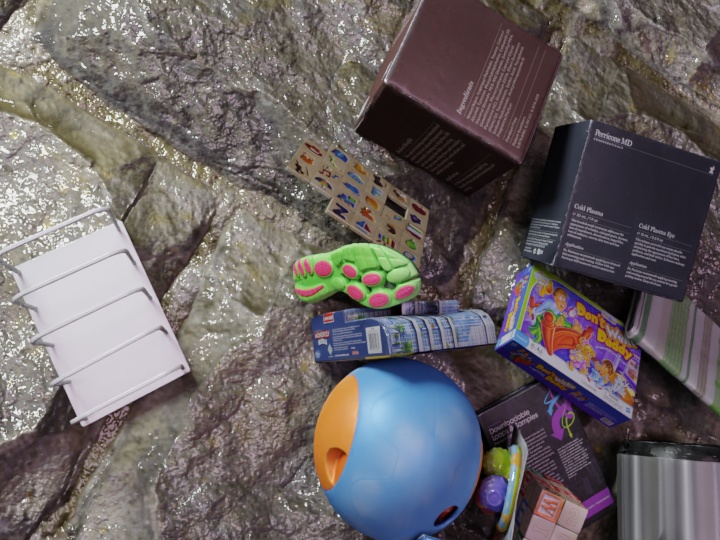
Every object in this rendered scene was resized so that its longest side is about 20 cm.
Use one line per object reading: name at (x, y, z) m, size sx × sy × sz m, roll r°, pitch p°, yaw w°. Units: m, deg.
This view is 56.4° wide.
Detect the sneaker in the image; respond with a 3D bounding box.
sneaker at (0.000, 0.000, 0.809) m, size 0.083 × 0.197 × 0.079 m, roll -18°, pitch 104°, yaw -42°

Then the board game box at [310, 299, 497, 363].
board game box at (0.067, 0.071, 0.831) m, size 0.196 × 0.199 × 0.063 m, roll -4°, pitch 83°, yaw -29°

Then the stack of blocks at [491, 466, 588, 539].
stack of blocks at (0.197, 0.356, 0.817) m, size 0.057 × 0.115 × 0.204 m, roll 22°, pitch 90°, yaw 2°

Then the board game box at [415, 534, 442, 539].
board game box at (0.091, 0.363, 0.772) m, size 0.132 × 0.201 × 0.035 m, roll 19°, pitch 51°, yaw -11°

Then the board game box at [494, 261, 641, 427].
board game box at (0.289, 0.100, 0.919) m, size 0.198 × 0.045 × 0.136 m, roll 33°, pitch 55°, yaw -9°

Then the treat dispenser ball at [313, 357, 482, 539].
treat dispenser ball at (0.043, 0.205, 0.779) m, size 0.195 × 0.201 × 0.207 m, roll 2°, pitch 81°, yaw -14°

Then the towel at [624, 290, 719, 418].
towel at (0.466, 0.103, 0.974) m, size 0.199 × 0.031 × 0.150 m, roll 41°, pitch 52°, yaw -8°

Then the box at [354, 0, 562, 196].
box at (0.123, -0.232, 0.883) m, size 0.197 × 0.166 × 0.167 m, roll 27°, pitch 77°, yaw -10°

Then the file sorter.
file sorter at (-0.296, 0.054, 0.752) m, size 0.136 × 0.124 × 0.204 m, roll -26°, pitch 89°, yaw -16°

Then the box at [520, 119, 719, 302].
box at (0.340, -0.077, 0.886) m, size 0.195 × 0.104 × 0.187 m, roll 15°, pitch 95°, yaw -11°

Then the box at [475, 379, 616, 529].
box at (0.248, 0.259, 0.912) m, size 0.140 × 0.036 × 0.204 m, roll -22°, pitch 89°, yaw -16°

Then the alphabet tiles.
alphabet tiles at (0.001, -0.093, 0.853) m, size 0.198 × 0.008 × 0.168 m, roll 33°, pitch 31°, yaw -8°

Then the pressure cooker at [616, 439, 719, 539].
pressure cooker at (0.424, 0.329, 0.876) m, size 0.171 × 0.179 × 0.206 m, roll 7°, pitch 77°, yaw -9°

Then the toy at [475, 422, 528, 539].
toy at (0.160, 0.247, 0.783) m, size 0.046 × 0.200 × 0.118 m, roll 10°, pitch 88°, yaw 13°
